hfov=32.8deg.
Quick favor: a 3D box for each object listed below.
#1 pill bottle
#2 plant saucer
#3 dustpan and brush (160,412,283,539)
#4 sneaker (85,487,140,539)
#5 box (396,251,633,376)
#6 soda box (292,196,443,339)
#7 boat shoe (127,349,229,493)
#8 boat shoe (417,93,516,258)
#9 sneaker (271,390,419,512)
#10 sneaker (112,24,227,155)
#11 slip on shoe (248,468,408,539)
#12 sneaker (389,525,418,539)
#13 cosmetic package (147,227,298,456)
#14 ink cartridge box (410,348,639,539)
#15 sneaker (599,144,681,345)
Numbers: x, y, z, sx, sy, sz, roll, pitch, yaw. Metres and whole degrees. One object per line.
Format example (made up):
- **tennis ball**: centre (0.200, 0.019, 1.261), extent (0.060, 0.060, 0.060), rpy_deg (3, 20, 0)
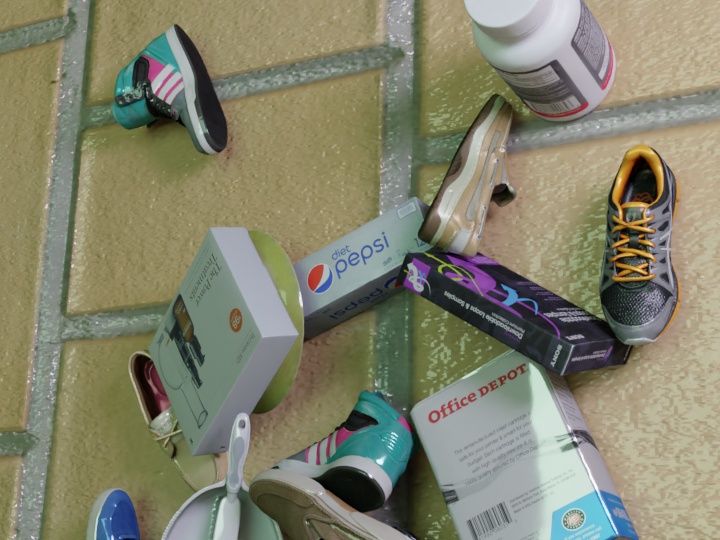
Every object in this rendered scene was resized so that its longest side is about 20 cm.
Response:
- **pill bottle**: centre (0.176, -0.235, 1.215), extent (0.109, 0.200, 0.112), rpy_deg (-9, 70, 25)
- **plant saucer**: centre (-0.130, 0.057, 1.345), extent (0.199, 0.031, 0.203), rpy_deg (2, 93, 53)
- **dustpan and brush**: centre (-0.137, 0.248, 1.280), extent (0.137, 0.057, 0.203), rpy_deg (9, 88, -3)
- **sneaker**: centre (-0.239, 0.339, 1.347), extent (0.110, 0.076, 0.203), rpy_deg (-11, 74, 32)
- **box**: centre (0.151, 0.037, 1.183), extent (0.199, 0.142, 0.037), rpy_deg (32, 108, 31)
- **soda box**: centre (0.000, 0.000, 1.321), extent (0.198, 0.068, 0.064), rpy_deg (-29, 66, 20)
- **boat shoe**: centre (-0.212, 0.173, 1.386), extent (0.074, 0.069, 0.201), rpy_deg (-42, 60, 12)
- **boat shoe**: centre (0.127, -0.093, 1.266), extent (0.075, 0.072, 0.201), rpy_deg (27, 62, 0)
- **sneaker**: centre (-0.010, 0.184, 1.262), extent (0.199, 0.084, 0.121), rpy_deg (-17, 26, 53)
- **sneaker**: centre (-0.242, -0.200, 1.503), extent (0.120, 0.084, 0.202), rpy_deg (-30, 55, 12)
- **slip on shoe**: centre (-0.039, 0.259, 1.194), extent (0.198, 0.077, 0.061), rpy_deg (24, 51, 27)
- **sneaker**: centre (0.008, 0.319, 1.232), extent (0.198, 0.076, 0.117), rpy_deg (-5, 64, 19)
- **cosmetic package**: centre (-0.152, 0.077, 1.310), extent (0.152, 0.051, 0.201), rpy_deg (58, 133, 31)
- **ink cartridge box**: centre (0.154, 0.194, 1.169), extent (0.145, 0.084, 0.202), rpy_deg (-30, 62, 19)
- **sneaker**: centre (0.262, -0.027, 1.162), extent (0.077, 0.077, 0.203), rpy_deg (-4, 63, 22)
